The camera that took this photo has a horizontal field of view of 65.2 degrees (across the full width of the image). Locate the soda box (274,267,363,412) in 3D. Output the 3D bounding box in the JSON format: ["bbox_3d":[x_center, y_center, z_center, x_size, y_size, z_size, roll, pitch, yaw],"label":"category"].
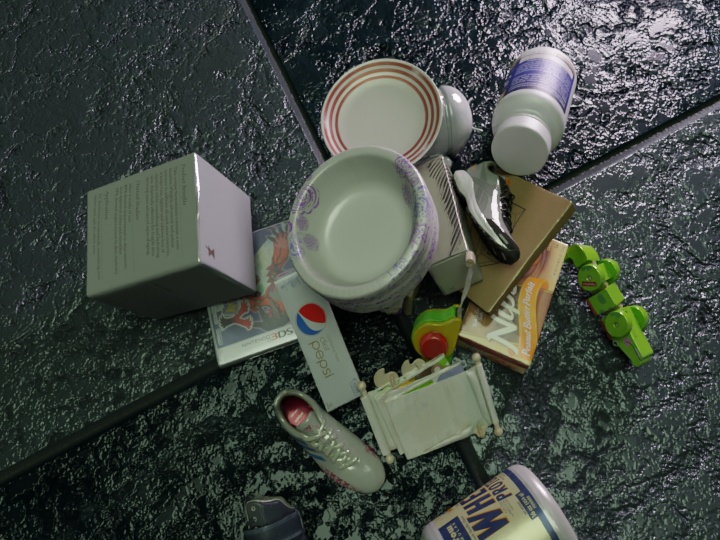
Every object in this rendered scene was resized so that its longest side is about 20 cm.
[{"bbox_3d":[-0.060,0.093,0.822,0.062,0.068,0.206,-22,97,-5],"label":"soda box"}]

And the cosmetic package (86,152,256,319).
[{"bbox_3d":[-0.285,-0.042,0.862,0.193,0.166,0.174,-14,70,15],"label":"cosmetic package"}]

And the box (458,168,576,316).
[{"bbox_3d":[0.206,-0.050,0.862,0.201,0.021,0.163,-50,41,-1],"label":"box"}]

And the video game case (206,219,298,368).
[{"bbox_3d":[-0.167,0.033,0.923,0.176,0.023,0.206,-18,69,-2],"label":"video game case"}]

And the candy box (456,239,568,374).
[{"bbox_3d":[0.233,0.038,0.867,0.112,0.056,0.205,20,73,14],"label":"candy box"}]

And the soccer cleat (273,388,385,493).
[{"bbox_3d":[-0.050,0.244,0.801,0.197,0.087,0.071,35,76,16],"label":"soccer cleat"}]

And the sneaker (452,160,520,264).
[{"bbox_3d":[0.197,-0.095,0.834,0.077,0.074,0.204,-27,45,14],"label":"sneaker"}]

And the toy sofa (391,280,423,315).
[{"bbox_3d":[0.000,0.000,0.888,0.195,0.083,0.100,26,70,13],"label":"toy sofa"}]

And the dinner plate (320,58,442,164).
[{"bbox_3d":[0.033,-0.240,0.886,0.192,0.024,0.208,-2,71,7],"label":"dinner plate"}]

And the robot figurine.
[{"bbox_3d":[0.105,-0.243,0.952,0.192,0.113,0.176,-12,77,0],"label":"robot figurine"}]

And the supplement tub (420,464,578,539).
[{"bbox_3d":[0.162,0.361,0.707,0.196,0.146,0.148,-30,70,-7],"label":"supplement tub"}]

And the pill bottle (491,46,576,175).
[{"bbox_3d":[0.277,-0.255,0.911,0.116,0.122,0.203,19,54,11],"label":"pill bottle"}]

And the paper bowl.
[{"bbox_3d":[0.008,-0.048,0.741,0.193,0.104,0.209,-7,69,19],"label":"paper bowl"}]

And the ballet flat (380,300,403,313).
[{"bbox_3d":[0.043,-0.042,0.823,0.069,0.072,0.207,-4,66,3],"label":"ballet flat"}]

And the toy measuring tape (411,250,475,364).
[{"bbox_3d":[0.113,0.062,0.812,0.070,0.206,0.074,6,31,-4],"label":"toy measuring tape"}]

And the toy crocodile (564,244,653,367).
[{"bbox_3d":[0.374,0.048,0.851,0.066,0.062,0.205,-12,70,-38],"label":"toy crocodile"}]

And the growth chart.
[{"bbox_3d":[0.100,0.193,0.806,0.192,0.018,0.150,-15,97,-3],"label":"growth chart"}]

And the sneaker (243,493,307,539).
[{"bbox_3d":[-0.161,0.390,0.755,0.196,0.077,0.151,-18,80,-13],"label":"sneaker"}]

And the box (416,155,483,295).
[{"bbox_3d":[0.128,-0.073,0.867,0.066,0.082,0.205,-22,50,18],"label":"box"}]
